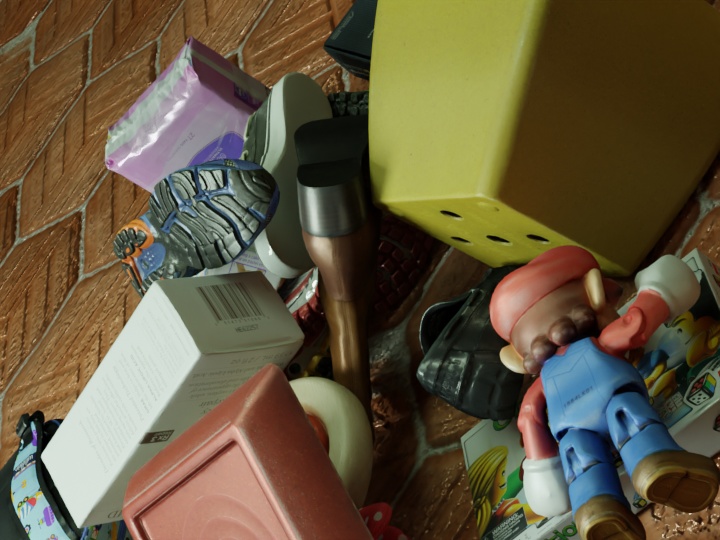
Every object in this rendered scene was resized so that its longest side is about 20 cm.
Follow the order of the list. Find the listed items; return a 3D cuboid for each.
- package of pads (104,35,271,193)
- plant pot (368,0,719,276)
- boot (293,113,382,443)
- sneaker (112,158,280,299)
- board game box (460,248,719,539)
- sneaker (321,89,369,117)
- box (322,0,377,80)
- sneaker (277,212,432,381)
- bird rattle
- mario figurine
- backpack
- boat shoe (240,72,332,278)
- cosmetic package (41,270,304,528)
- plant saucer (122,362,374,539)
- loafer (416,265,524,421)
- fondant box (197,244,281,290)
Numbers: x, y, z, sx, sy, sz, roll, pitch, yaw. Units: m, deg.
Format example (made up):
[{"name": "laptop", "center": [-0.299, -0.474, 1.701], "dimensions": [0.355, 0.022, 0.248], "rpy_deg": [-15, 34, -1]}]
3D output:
[{"name": "package of pads", "center": [-0.103, -0.093, 1.500], "dimensions": [0.120, 0.199, 0.076], "rpy_deg": [-42, 34, 25]}, {"name": "plant pot", "center": [0.118, -0.100, 1.197], "dimensions": [0.199, 0.199, 0.178], "rpy_deg": [-1, 67, 56]}, {"name": "boot", "center": [0.000, 0.000, 1.286], "dimensions": [0.068, 0.201, 0.189], "rpy_deg": [-8, 24, 1]}, {"name": "sneaker", "center": [-0.109, -0.041, 1.272], "dimensions": [0.078, 0.076, 0.200], "rpy_deg": [-38, 8, -32]}, {"name": "board game box", "center": [0.149, 0.091, 1.074], "dimensions": [0.200, 0.035, 0.127], "rpy_deg": [-41, 29, 21]}, {"name": "sneaker", "center": [0.050, -0.128, 1.431], "dimensions": [0.199, 0.085, 0.079], "rpy_deg": [-10, 88, 28]}, {"name": "box", "center": [0.069, -0.252, 1.584], "dimensions": [0.201, 0.051, 0.158], "rpy_deg": [-54, 28, -4]}, {"name": "sneaker", "center": [-0.023, 0.008, 1.390], "dimensions": [0.200, 0.078, 0.082], "rpy_deg": [-50, 26, 4]}, {"name": "bird rattle", "center": [-0.045, 0.149, 1.191], "dimensions": [0.200, 0.112, 0.164], "rpy_deg": [-16, 61, 55]}, {"name": "mario figurine", "center": [0.143, 0.068, 1.018], "dimensions": [0.123, 0.106, 0.201], "rpy_deg": [-13, 46, -3]}, {"name": "backpack", "center": [-0.235, 0.228, 1.393], "dimensions": [0.183, 0.134, 0.200], "rpy_deg": [-53, 27, -2]}, {"name": "boat shoe", "center": [-0.060, -0.063, 1.368], "dimensions": [0.064, 0.071, 0.201], "rpy_deg": [-37, 32, 34]}, {"name": "cosmetic package", "center": [-0.135, 0.092, 1.275], "dimensions": [0.074, 0.101, 0.200], "rpy_deg": [55, 130, 27]}, {"name": "plant saucer", "center": [-0.066, 0.186, 1.109], "dimensions": [0.037, 0.201, 0.199], "rpy_deg": [-21, -12, -42]}, {"name": "loafer", "center": [0.074, 0.037, 1.158], "dimensions": [0.201, 0.070, 0.069], "rpy_deg": [-66, -9, -72]}, {"name": "fondant box", "center": [-0.127, 0.054, 1.433], "dimensions": [0.144, 0.058, 0.201], "rpy_deg": [-127, 54, -68]}]
